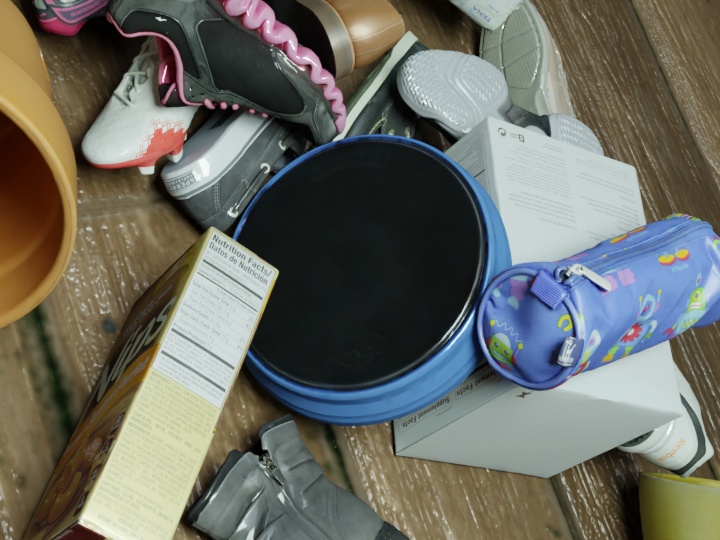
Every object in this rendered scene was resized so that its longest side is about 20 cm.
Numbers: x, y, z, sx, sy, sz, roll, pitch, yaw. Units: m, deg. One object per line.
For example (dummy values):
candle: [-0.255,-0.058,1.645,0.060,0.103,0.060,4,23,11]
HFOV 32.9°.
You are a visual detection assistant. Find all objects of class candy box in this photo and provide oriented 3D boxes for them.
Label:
candy box: [-0.124,0.085,0.709,0.055,0.115,0.202,33,51,-18]

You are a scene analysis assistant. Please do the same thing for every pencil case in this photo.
pencil case: [0.162,0.015,0.777,0.198,0.087,0.078,-15,54,-41]

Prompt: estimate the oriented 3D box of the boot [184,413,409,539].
boot: [-0.061,0.190,0.742,0.132,0.070,0.200,44,37,-5]

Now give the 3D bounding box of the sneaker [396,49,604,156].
sneaker: [0.091,-0.097,0.970,0.198,0.113,0.076,23,58,-27]

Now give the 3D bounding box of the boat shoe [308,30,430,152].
boat shoe: [0.017,-0.116,0.955,0.068,0.072,0.200,44,45,-7]

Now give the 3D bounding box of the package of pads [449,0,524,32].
package of pads: [0.079,-0.302,1.069,0.154,0.068,0.201,34,29,-15]

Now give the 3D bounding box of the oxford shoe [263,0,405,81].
oxford shoe: [-0.029,-0.200,0.896,0.070,0.072,0.200,-22,42,-15]

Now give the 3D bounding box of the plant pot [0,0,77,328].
plant pot: [-0.250,-0.078,0.668,0.198,0.200,0.141,22,38,-25]

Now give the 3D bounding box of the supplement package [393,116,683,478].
supplement package: [0.117,0.026,0.896,0.150,0.150,0.203,13,58,-31]

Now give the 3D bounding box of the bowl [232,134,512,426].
bowl: [0.000,0.000,0.807,0.039,0.198,0.203,54,28,-59]

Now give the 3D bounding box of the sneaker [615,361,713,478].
sneaker: [0.220,0.089,0.971,0.080,0.074,0.201,35,26,-23]

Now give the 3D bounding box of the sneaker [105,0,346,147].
sneaker: [-0.089,-0.135,0.800,0.096,0.079,0.200,-49,130,-2]

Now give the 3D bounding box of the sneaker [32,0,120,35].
sneaker: [-0.158,-0.206,0.882,0.199,0.080,0.076,-9,107,-50]

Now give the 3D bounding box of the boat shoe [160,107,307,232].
boat shoe: [-0.068,-0.096,0.890,0.067,0.069,0.201,59,40,-22]

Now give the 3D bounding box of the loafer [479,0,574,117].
loafer: [0.157,-0.147,1.088,0.062,0.071,0.203,10,64,-50]

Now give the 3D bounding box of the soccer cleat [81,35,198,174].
soccer cleat: [-0.129,-0.141,0.840,0.068,0.086,0.200,15,42,26]

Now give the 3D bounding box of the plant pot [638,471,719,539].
plant pot: [0.302,0.237,0.913,0.198,0.199,0.144,11,84,-32]
